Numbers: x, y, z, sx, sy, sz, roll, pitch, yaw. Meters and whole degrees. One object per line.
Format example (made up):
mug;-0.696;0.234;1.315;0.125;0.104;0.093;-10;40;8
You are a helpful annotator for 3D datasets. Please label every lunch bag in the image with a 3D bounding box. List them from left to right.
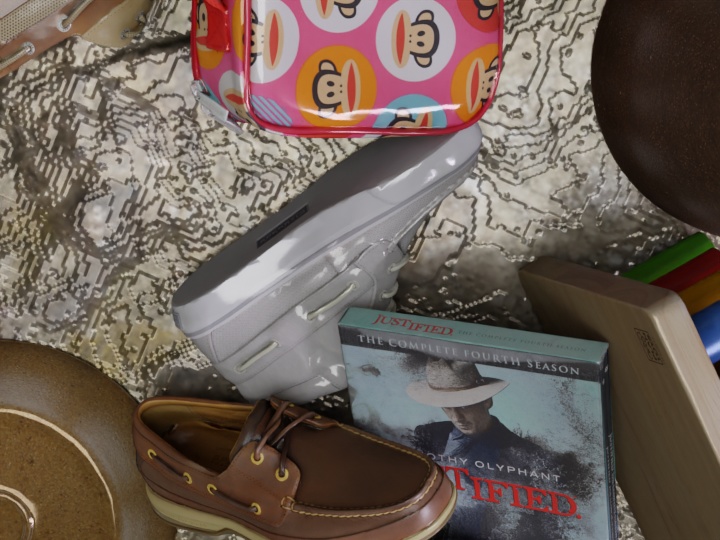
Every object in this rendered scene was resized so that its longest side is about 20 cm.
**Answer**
lunch bag;-0.015;-0.165;0.841;0.175;0.082;0.201;-3;103;-28

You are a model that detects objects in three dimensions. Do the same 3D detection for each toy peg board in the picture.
toy peg board;0.192;0.074;0.874;0.098;0.199;0.201;-29;100;-8

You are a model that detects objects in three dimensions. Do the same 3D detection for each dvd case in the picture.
dvd case;0.067;0.114;0.910;0.145;0.022;0.201;8;125;23

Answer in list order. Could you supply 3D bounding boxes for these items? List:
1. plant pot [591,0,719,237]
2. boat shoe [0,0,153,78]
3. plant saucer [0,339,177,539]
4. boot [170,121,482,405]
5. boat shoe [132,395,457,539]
plant pot;0.214;-0.085;0.823;0.186;0.200;0.188;1;104;2
boat shoe;-0.143;-0.155;0.892;0.199;0.076;0.074;-22;118;5
plant saucer;-0.206;0.142;0.980;0.199;0.035;0.201;0;103;2
boot;0.000;0.000;0.927;0.200;0.074;0.096;-33;110;14
boat shoe;-0.044;0.106;0.902;0.199;0.072;0.068;4;131;34
